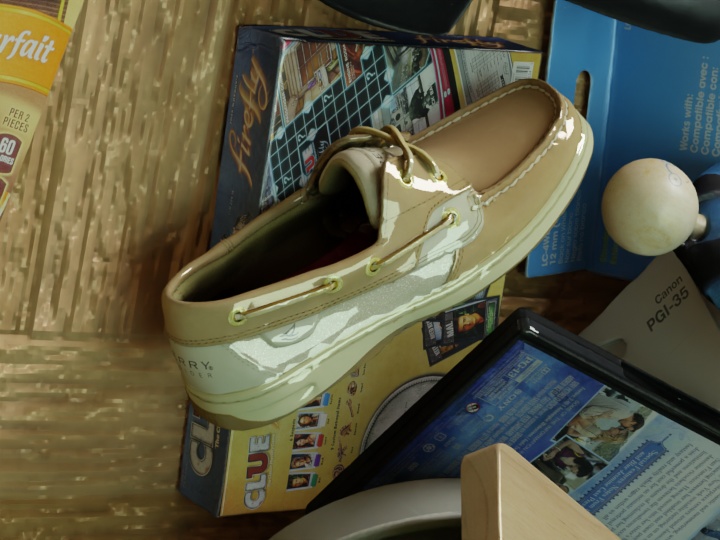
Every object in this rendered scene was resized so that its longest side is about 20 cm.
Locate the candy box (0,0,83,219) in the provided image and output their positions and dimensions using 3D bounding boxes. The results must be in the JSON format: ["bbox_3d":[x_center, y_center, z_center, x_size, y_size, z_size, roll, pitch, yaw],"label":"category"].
[{"bbox_3d":[-0.163,-0.097,0.855,0.115,0.055,0.201,19,94,-38],"label":"candy box"}]

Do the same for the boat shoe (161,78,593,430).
[{"bbox_3d":[0.008,-0.019,0.949,0.200,0.074,0.067,-39,129,-19],"label":"boat shoe"}]

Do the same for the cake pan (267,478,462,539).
[{"bbox_3d":[0.022,0.159,1.013,0.199,0.037,0.201,-8,133,-9],"label":"cake pan"}]

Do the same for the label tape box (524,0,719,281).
[{"bbox_3d":[0.176,-0.065,1.105,0.199,0.066,0.144,-6,108,-36],"label":"label tape box"}]

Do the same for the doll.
[{"bbox_3d":[0.184,-0.001,1.017,0.199,0.137,0.049,18,129,-25],"label":"doll"}]

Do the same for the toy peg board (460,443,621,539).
[{"bbox_3d":[0.071,0.207,0.924,0.200,0.098,0.200,40,38,-39],"label":"toy peg board"}]

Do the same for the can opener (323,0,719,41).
[{"bbox_3d":[0.065,-0.134,0.986,0.199,0.064,0.079,9,126,-28],"label":"can opener"}]

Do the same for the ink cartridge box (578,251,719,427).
[{"bbox_3d":[0.183,0.078,1.108,0.199,0.083,0.147,13,132,-38],"label":"ink cartridge box"}]

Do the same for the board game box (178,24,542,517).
[{"bbox_3d":[0.000,0.000,1.018,0.135,0.035,0.201,0,105,-36],"label":"board game box"}]

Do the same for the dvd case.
[{"bbox_3d":[0.097,0.100,1.019,0.200,0.018,0.143,28,124,-28],"label":"dvd case"}]
